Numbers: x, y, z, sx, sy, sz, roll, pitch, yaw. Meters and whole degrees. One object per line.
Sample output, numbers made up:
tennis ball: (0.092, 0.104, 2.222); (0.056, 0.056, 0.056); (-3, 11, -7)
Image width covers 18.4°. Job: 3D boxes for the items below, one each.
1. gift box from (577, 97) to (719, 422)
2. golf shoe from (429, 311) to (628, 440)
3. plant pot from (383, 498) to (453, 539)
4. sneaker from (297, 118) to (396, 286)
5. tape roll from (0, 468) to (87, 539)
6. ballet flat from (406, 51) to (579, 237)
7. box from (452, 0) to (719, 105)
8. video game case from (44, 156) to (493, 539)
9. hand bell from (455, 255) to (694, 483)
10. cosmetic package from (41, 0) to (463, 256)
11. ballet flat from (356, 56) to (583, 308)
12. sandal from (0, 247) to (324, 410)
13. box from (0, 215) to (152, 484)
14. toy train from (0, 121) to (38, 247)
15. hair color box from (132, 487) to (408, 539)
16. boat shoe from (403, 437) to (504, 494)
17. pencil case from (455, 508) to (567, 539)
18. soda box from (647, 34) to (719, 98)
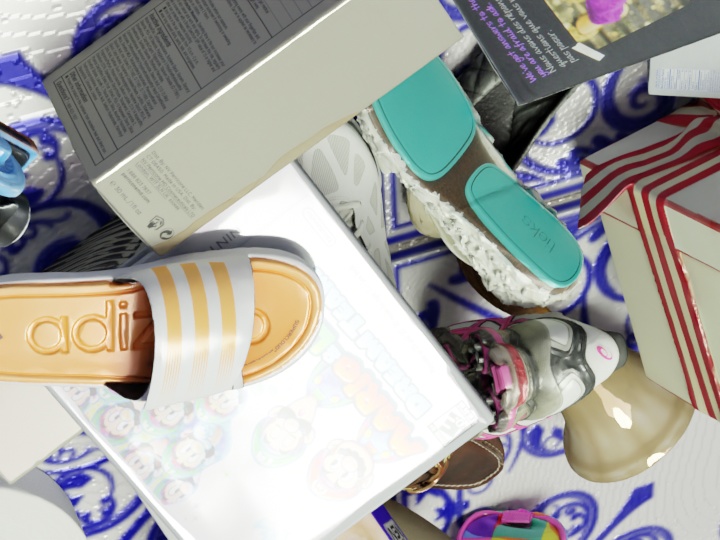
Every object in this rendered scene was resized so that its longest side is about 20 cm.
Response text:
gift box: (0.245, -0.013, 1.325); (0.200, 0.185, 0.187); (-28, 117, -21)
golf shoe: (0.096, 0.063, 1.343); (0.092, 0.200, 0.073); (-12, 92, -13)
plant pot: (-0.041, 0.205, 1.411); (0.200, 0.200, 0.134); (-38, 103, 6)
sneaker: (0.000, 0.000, 1.288); (0.076, 0.115, 0.201); (-23, 134, -8)
tape roll: (-0.265, 0.197, 1.371); (0.203, 0.037, 0.203); (-15, 133, -17)
ballet flat: (0.089, -0.095, 1.295); (0.066, 0.057, 0.200); (16, 121, -34)
box: (0.151, -0.186, 1.140); (0.200, 0.122, 0.106); (-18, 123, 29)
video game case: (-0.055, 0.062, 1.221); (0.182, 0.024, 0.200); (-37, 110, 4)
hand bell: (0.120, 0.038, 1.419); (0.104, 0.104, 0.200); (-40, 123, 8)
cosmetic package: (-0.059, -0.111, 1.174); (0.200, 0.104, 0.073); (-34, 134, 4)
ballet flat: (0.047, -0.053, 1.273); (0.072, 0.072, 0.200); (-37, 101, 5)
sandal: (-0.119, 0.038, 1.160); (0.207, 0.059, 0.079); (-5, 109, -7)
box: (-0.141, 0.025, 1.249); (0.200, 0.082, 0.068); (-37, 113, 2)
toy train: (-0.248, -0.078, 1.095); (0.087, 0.114, 0.200); (-45, 133, 17)
hair color box: (-0.067, 0.122, 1.304); (0.109, 0.200, 0.065); (-36, 175, 4)
boat shoe: (0.021, 0.111, 1.424); (0.200, 0.070, 0.070); (21, 121, -39)
pencil case: (0.116, 0.254, 1.589); (0.088, 0.088, 0.200); (-21, 136, -11)
soda box: (0.197, -0.196, 1.249); (0.063, 0.068, 0.200); (3, 131, 6)
